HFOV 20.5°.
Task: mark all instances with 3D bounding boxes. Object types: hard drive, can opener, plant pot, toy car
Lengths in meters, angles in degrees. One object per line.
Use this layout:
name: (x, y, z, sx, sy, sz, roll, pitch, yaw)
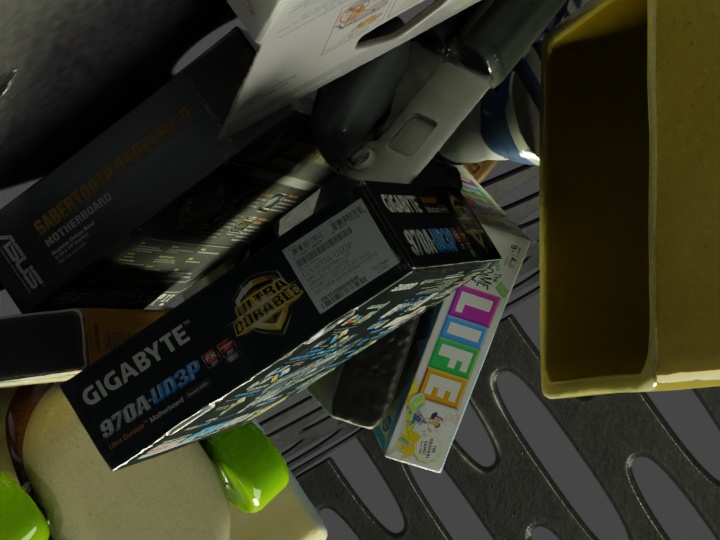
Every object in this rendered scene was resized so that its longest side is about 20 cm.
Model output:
hard drive: (0.000, 0.000, 1.107, 0.200, 0.033, 0.141, -149, -103, -76)
can opener: (0.049, -0.121, 0.933, 0.200, 0.053, 0.067, -52, 148, -18)
plant pot: (0.208, -0.036, 0.990, 0.198, 0.197, 0.194, 1, 175, -10)
toy car: (-0.173, 0.109, 1.159, 0.164, 0.158, 0.199, -42, -149, -23)

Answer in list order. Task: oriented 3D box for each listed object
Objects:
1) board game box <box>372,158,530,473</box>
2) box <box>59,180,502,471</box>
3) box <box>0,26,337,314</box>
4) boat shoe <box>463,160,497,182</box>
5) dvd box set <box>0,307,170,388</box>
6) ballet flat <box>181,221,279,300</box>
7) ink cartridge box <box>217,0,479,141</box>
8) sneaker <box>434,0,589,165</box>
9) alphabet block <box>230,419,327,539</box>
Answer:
board game box: (0.035, 0.015, 1.124, 0.200, 0.034, 0.135, -118, -134, -72)
box: (-0.027, 0.021, 0.904, 0.158, 0.046, 0.200, -33, 174, 14)
box: (-0.084, -0.042, 0.978, 0.158, 0.048, 0.200, -37, 173, 9)
boat shoe: (0.084, -0.115, 1.252, 0.200, 0.071, 0.064, -39, -152, -8)
dvd box set: (-0.169, 0.041, 0.958, 0.145, 0.030, 0.200, -7, 177, 10)
ballet flat: (-0.074, -0.003, 1.145, 0.073, 0.073, 0.200, -36, -159, 5)
ink cartridge box: (0.026, -0.149, 0.818, 0.199, 0.045, 0.176, -31, 170, -26)
sneaker: (0.088, -0.123, 1.163, 0.115, 0.081, 0.200, -8, -151, 37)
alphabet block: (-0.173, 0.195, 1.508, 0.199, 0.196, 0.197, -31, 169, -24)
